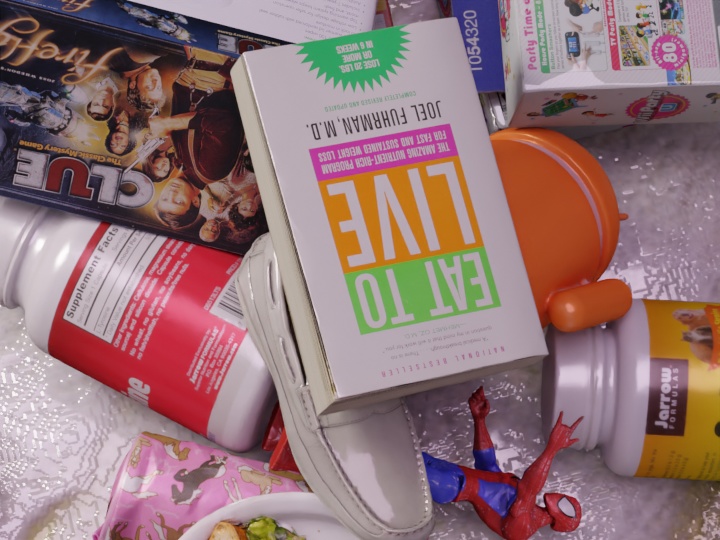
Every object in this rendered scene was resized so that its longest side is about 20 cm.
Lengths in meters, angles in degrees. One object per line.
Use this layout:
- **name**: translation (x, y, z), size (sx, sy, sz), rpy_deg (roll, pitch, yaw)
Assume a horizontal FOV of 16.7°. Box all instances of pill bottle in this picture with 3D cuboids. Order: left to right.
- **pill bottle**: translation (-0.131, 0.020, 1.499), size (0.199, 0.112, 0.113), rpy_deg (27, 73, 8)
- **pill bottle**: translation (0.213, 0.074, 1.505), size (0.198, 0.109, 0.110), rpy_deg (3, 72, -2)

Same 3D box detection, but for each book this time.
- **book**: translation (0.016, -0.033, 1.367), size (0.133, 0.048, 0.202), rpy_deg (-12, 78, -19)

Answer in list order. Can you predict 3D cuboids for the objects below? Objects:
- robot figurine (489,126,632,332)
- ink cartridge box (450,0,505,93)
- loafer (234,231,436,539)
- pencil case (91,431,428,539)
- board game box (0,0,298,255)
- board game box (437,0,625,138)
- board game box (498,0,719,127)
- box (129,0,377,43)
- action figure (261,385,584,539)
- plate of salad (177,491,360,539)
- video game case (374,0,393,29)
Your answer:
- **robot figurine**: translation (0.082, -0.013, 1.473), size (0.200, 0.143, 0.117), rpy_deg (-37, 115, -43)
- **ink cartridge box**: translation (0.153, -0.213, 1.550), size (0.198, 0.043, 0.198), rpy_deg (-4, 73, -7)
- **loafer**: translation (-0.012, 0.065, 1.391), size (0.070, 0.070, 0.201), rpy_deg (-20, 71, -28)
- **pencil case**: translation (-0.059, 0.161, 1.475), size (0.198, 0.083, 0.087), rpy_deg (18, 74, 2)
- **board game box**: translation (-0.136, -0.090, 1.427), size (0.198, 0.136, 0.035), rpy_deg (13, 37, -9)
- **board game box**: translation (0.126, -0.190, 1.602), size (0.146, 0.064, 0.202), rpy_deg (-13, 75, -8)
- **board game box**: translation (0.184, -0.168, 1.485), size (0.198, 0.064, 0.149), rpy_deg (-2, 73, -6)
- **box**: translation (-0.091, -0.181, 1.502), size (0.198, 0.097, 0.178), rpy_deg (15, 66, -14)
- **action figure**: translation (0.052, 0.101, 1.468), size (0.199, 0.065, 0.100), rpy_deg (20, 102, -15)
- **plate of salad**: translation (-0.033, 0.225, 1.425), size (0.198, 0.048, 0.202), rpy_deg (3, 109, 8)
- **video game case**: translation (-0.053, -0.167, 1.592), size (0.142, 0.017, 0.202), rpy_deg (-11, 64, 0)
